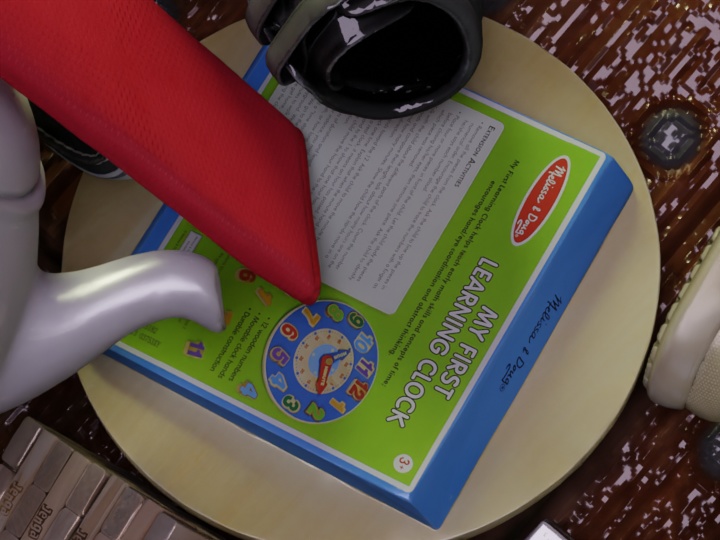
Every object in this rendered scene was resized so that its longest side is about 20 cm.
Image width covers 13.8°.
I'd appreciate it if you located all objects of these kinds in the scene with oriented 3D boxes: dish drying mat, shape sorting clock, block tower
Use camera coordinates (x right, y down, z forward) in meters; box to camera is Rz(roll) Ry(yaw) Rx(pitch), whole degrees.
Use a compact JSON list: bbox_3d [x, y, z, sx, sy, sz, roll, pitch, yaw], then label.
[{"bbox_3d":[-0.079,-0.064,0.906,0.018,0.200,0.077,-29,46,23],"label":"dish drying mat"},{"bbox_3d":[0.000,0.000,0.994,0.200,0.039,0.200,-3,66,6],"label":"shape sorting clock"},{"bbox_3d":[-0.047,0.113,0.936,0.200,0.058,0.054,28,86,48],"label":"block tower"}]

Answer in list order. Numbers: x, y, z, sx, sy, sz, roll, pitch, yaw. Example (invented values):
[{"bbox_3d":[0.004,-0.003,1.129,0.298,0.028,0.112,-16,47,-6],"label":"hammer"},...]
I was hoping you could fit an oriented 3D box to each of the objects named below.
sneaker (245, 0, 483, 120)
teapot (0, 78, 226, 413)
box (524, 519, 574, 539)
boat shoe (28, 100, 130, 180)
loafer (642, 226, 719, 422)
[{"bbox_3d":[-0.036,-0.115,0.947,0.200,0.099,0.071,22,127,-27],"label":"sneaker"},{"bbox_3d":[-0.169,-0.039,0.902,0.146,0.200,0.197,-44,63,13],"label":"teapot"},{"bbox_3d":[0.123,0.160,0.974,0.200,0.039,0.041,40,91,9],"label":"box"},{"bbox_3d":[-0.141,-0.103,0.986,0.200,0.066,0.070,52,136,12],"label":"boat shoe"},{"bbox_3d":[0.166,-0.032,0.975,0.068,0.076,0.200,31,91,3],"label":"loafer"}]
